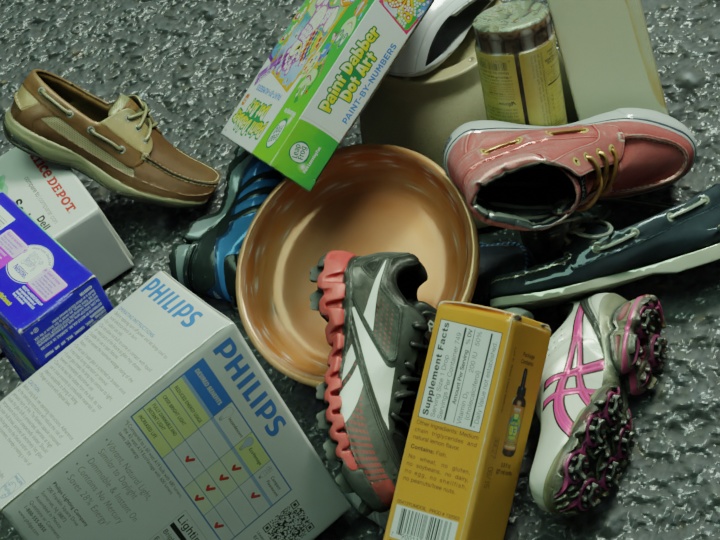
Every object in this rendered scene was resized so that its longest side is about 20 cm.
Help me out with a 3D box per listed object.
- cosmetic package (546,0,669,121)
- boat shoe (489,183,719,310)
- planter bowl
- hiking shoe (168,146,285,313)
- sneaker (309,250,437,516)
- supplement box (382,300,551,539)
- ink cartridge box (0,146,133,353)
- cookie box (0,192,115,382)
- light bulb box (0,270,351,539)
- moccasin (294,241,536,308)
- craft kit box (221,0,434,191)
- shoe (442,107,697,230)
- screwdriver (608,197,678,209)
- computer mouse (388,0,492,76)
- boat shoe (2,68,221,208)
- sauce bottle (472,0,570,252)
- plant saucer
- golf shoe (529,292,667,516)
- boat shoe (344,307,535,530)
[{"bbox_3d":[0.195,-0.174,1.344,0.070,0.201,0.105,-14,21,10],"label":"cosmetic package"},{"bbox_3d":[0.191,-0.016,1.298,0.198,0.075,0.062,-16,87,8],"label":"boat shoe"},{"bbox_3d":[0.083,-0.151,1.428,0.199,0.135,0.201,-13,46,14],"label":"planter bowl"},{"bbox_3d":[-0.080,-0.053,1.468,0.086,0.074,0.201,21,72,29],"label":"hiking shoe"},{"bbox_3d":[0.020,0.072,1.215,0.097,0.071,0.202,-13,64,19],"label":"sneaker"},{"bbox_3d":[0.073,0.126,1.184,0.068,0.066,0.202,14,88,31],"label":"supplement box"},{"bbox_3d":[-0.325,-0.014,1.521,0.199,0.084,0.145,-34,47,-8],"label":"ink cartridge box"},{"bbox_3d":[-0.230,0.062,1.323,0.075,0.201,0.171,-37,41,-16],"label":"cookie box"},{"bbox_3d":[-0.148,0.147,1.216,0.200,0.199,0.125,-39,34,-13],"label":"light bulb box"},{"bbox_3d":[0.043,0.020,1.346,0.199,0.068,0.081,-21,46,6],"label":"moccasin"},{"bbox_3d":[-0.026,-0.169,1.352,0.198,0.048,0.200,-60,19,2],"label":"craft kit box"},{"bbox_3d":[0.165,-0.071,1.265,0.198,0.072,0.091,-1,28,-9],"label":"shoe"},{"bbox_3d":[0.242,-0.050,1.362,0.199,0.029,0.028,7,54,39],"label":"screwdriver"},{"bbox_3d":[0.079,-0.237,1.380,0.109,0.044,0.200,20,60,36],"label":"computer mouse"},{"bbox_3d":[-0.217,-0.118,1.507,0.199,0.074,0.076,21,23,-9],"label":"boat shoe"},{"bbox_3d":[0.131,-0.109,1.328,0.064,0.201,0.065,-8,30,5],"label":"sauce bottle"},{"bbox_3d":[0.000,0.000,1.314,0.198,0.037,0.202,-8,68,19],"label":"plant saucer"},{"bbox_3d":[0.156,0.098,1.234,0.091,0.073,0.201,1,42,31],"label":"golf shoe"},{"bbox_3d":[0.059,0.104,1.274,0.068,0.072,0.201,24,73,33],"label":"boat shoe"}]
